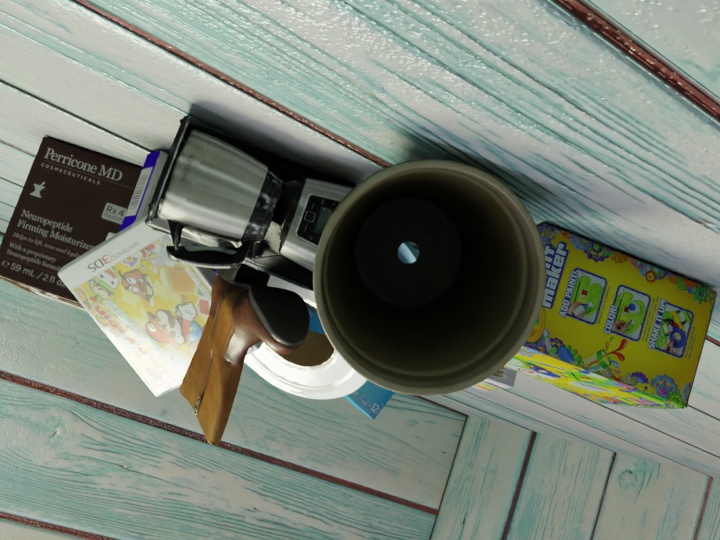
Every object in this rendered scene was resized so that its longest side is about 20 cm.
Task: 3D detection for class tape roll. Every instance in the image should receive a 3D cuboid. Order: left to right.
[{"bbox_3d":[-0.061,0.054,1.191,0.200,0.071,0.204,13,126,17],"label":"tape roll"}]

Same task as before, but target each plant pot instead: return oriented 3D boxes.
[{"bbox_3d":[0.052,-0.004,0.924,0.198,0.202,0.174,20,-174,-7],"label":"plant pot"}]

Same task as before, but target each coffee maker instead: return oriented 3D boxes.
[{"bbox_3d":[-0.110,-0.072,1.054,0.198,0.136,0.192,22,-165,-10],"label":"coffee maker"}]

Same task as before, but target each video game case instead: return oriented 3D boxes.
[{"bbox_3d":[-0.239,0.044,1.197,0.181,0.023,0.201,-26,109,30],"label":"video game case"}]

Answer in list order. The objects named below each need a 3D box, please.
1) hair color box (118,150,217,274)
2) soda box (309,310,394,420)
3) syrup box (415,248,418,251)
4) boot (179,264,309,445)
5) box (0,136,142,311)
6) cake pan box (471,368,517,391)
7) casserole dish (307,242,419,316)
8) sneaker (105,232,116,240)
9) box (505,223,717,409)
[{"bbox_3d":[-0.186,-0.058,1.254,0.199,0.110,0.065,23,170,-28],"label":"hair color box"},{"bbox_3d":[-0.039,0.116,1.382,0.200,0.064,0.068,45,170,-26],"label":"soda box"},{"bbox_3d":[0.060,0.026,1.346,0.081,0.080,0.200,16,170,16],"label":"syrup box"},{"bbox_3d":[-0.137,0.100,1.083,0.068,0.202,0.188,8,-157,-39],"label":"boot"},{"bbox_3d":[-0.383,-0.050,1.413,0.164,0.202,0.164,17,171,5],"label":"box"},{"bbox_3d":[0.097,0.104,1.326,0.198,0.053,0.184,20,168,-3],"label":"cake pan box"},{"bbox_3d":[0.000,0.000,1.201,0.121,0.039,0.199,49,137,-12],"label":"casserole dish"},{"bbox_3d":[-0.260,0.035,1.255,0.199,0.115,0.072,19,175,37],"label":"sneaker"},{"bbox_3d":[0.223,0.054,1.046,0.191,0.123,0.200,20,171,-8],"label":"box"}]
